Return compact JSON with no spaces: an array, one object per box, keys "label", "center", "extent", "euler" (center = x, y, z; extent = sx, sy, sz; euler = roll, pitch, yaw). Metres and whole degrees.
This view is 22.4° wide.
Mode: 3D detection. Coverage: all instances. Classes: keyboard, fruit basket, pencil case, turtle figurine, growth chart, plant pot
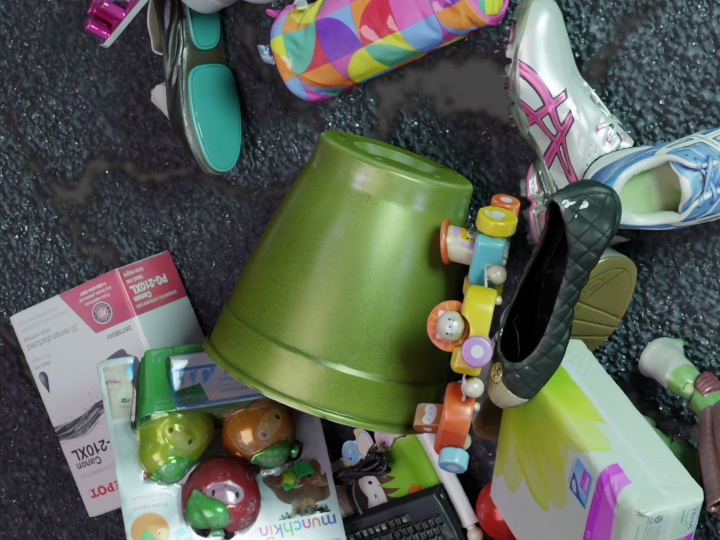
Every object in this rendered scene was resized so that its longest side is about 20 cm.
[{"label":"keyboard","center":[0.003,0.220,1.544],"extent":[0.199,0.021,0.128],"euler":[-27,87,43]},{"label":"fruit basket","center":[-0.114,0.156,1.514],"extent":[0.094,0.184,0.201],"euler":[116,144,-61]},{"label":"pencil case","center":[0.017,-0.199,1.422],"extent":[0.199,0.088,0.089],"euler":[-18,93,32]},{"label":"turtle figurine","center":[0.294,0.136,1.343],"extent":[0.194,0.199,0.145],"euler":[35,143,41]},{"label":"growth chart","center":[0.022,0.206,1.548],"extent":[0.200,0.018,0.145],"euler":[-43,76,42]},{"label":"plant pot","center":[0.000,0.000,1.434],"extent":[0.200,0.200,0.194],"euler":[25,103,24]}]

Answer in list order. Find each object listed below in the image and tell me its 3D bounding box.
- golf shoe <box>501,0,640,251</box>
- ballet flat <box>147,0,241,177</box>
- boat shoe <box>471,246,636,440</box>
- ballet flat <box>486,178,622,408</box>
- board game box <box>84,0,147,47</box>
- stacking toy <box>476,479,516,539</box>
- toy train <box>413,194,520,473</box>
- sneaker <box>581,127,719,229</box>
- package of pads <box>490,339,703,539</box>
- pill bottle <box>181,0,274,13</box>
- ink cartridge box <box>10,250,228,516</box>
[{"label":"golf shoe","center":[0.161,-0.111,1.367],"extent":[0.091,0.073,0.201],"euler":[-4,110,22]},{"label":"ballet flat","center":[-0.145,-0.177,1.543],"extent":[0.068,0.068,0.202],"euler":[-6,89,42]},{"label":"boat shoe","center":[0.139,0.044,1.416],"extent":[0.200,0.070,0.070],"euler":[-54,35,32]},{"label":"ballet flat","center":[0.125,0.016,1.291],"extent":[0.067,0.056,0.201],"euler":[57,138,43]},{"label":"board game box","center":[-0.152,-0.304,1.448],"extent":[0.026,0.201,0.200],"euler":[29,126,-26]},{"label":"stacking toy","center":[0.176,0.233,1.446],"extent":[0.200,0.085,0.086],"euler":[39,120,25]},{"label":"toy train","center":[0.074,0.041,1.364],"extent":[0.055,0.150,0.201],"euler":[11,66,3]},{"label":"sneaker","center":[0.255,-0.064,1.290],"extent":[0.199,0.077,0.076],"euler":[-16,100,11]},{"label":"package of pads","center":[0.169,0.168,1.340],"extent":[0.200,0.068,0.155],"euler":[-123,32,-49]},{"label":"pill bottle","center":[-0.062,-0.278,1.431],"extent":[0.199,0.111,0.112],"euler":[-21,91,34]},{"label":"ink cartridge box","center":[-0.207,0.104,1.637],"extent":[0.144,0.084,0.201],"euler":[-22,90,34]}]
